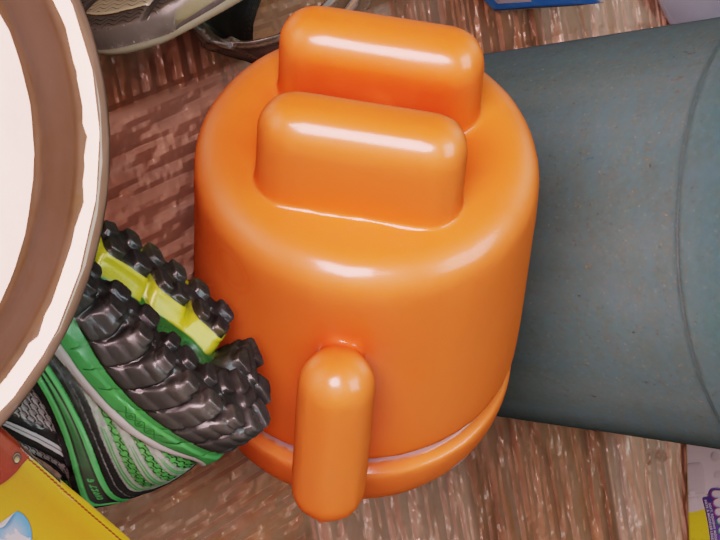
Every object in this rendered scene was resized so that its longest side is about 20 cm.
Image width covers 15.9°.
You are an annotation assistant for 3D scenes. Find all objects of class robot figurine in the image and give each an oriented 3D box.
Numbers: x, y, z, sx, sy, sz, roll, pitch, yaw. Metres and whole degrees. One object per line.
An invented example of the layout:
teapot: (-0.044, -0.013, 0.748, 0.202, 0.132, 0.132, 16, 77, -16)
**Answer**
robot figurine: (0.001, -0.001, 0.884, 0.117, 0.144, 0.200, -22, 145, -20)

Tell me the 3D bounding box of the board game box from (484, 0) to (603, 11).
board game box: (0.051, -0.238, 1.036, 0.200, 0.056, 0.196, 39, 60, -48)

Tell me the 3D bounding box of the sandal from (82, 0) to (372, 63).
sandal: (-0.021, -0.104, 0.911, 0.201, 0.080, 0.057, -28, 111, -52)

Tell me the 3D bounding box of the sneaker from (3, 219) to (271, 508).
sneaker: (-0.121, 0.009, 0.774, 0.200, 0.085, 0.078, 43, 22, -27)

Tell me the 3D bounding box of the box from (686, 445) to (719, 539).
box: (0.205, 0.090, 1.267, 0.117, 0.048, 0.200, -9, 96, -55)

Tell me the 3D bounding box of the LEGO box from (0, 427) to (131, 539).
LEGO box: (-0.134, 0.157, 0.753, 0.149, 0.077, 0.200, 49, 52, -43)

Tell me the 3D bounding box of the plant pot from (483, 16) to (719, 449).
plant pot: (0.124, -0.015, 1.019, 0.200, 0.196, 0.200, -2, 93, -55)

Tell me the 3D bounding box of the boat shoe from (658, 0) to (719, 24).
boat shoe: (0.198, -0.139, 1.243, 0.200, 0.070, 0.066, 29, 51, -49)

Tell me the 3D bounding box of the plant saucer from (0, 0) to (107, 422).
plant saucer: (-0.163, -0.029, 0.639, 0.029, 0.200, 0.200, 140, -46, -83)
